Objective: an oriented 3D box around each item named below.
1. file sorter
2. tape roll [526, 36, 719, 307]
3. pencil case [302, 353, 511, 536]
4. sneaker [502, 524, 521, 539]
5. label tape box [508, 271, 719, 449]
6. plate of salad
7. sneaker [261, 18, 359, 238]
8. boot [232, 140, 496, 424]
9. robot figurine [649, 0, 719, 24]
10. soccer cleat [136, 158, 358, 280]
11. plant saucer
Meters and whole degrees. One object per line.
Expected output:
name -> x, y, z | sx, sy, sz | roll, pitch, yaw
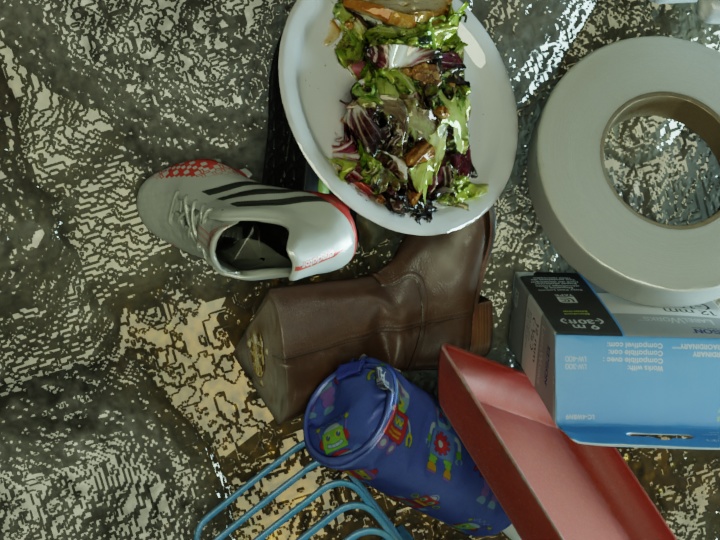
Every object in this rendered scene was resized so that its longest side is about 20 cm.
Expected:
file sorter -> -0.026, 0.221, 1.376 | 0.138, 0.200, 0.123 | -37, 108, -2
tape roll -> 0.221, -0.073, 1.425 | 0.201, 0.037, 0.205 | 3, 69, -8
pencil case -> 0.041, 0.125, 1.399 | 0.200, 0.078, 0.088 | 33, 56, -47
sneaker -> 0.182, 0.211, 1.460 | 0.201, 0.108, 0.067 | 36, 91, -10
label tape box -> 0.195, 0.061, 1.394 | 0.142, 0.200, 0.067 | 2, 106, -9
plate of salad -> 0.034, -0.124, 1.360 | 0.199, 0.048, 0.202 | 12, 68, -31
sneaker -> -0.020, -0.104, 1.426 | 0.082, 0.071, 0.202 | 9, 94, -40
boot -> 0.000, 0.000, 1.397 | 0.198, 0.064, 0.188 | -13, 102, -29
robot figurine -> 0.265, -0.251, 1.414 | 0.198, 0.113, 0.171 | -4, 72, -8
soccer cleat -> -0.092, -0.031, 1.358 | 0.085, 0.199, 0.069 | -31, 124, -45
plant saucer -> 0.143, 0.153, 1.375 | 0.037, 0.201, 0.199 | -44, 145, 18
